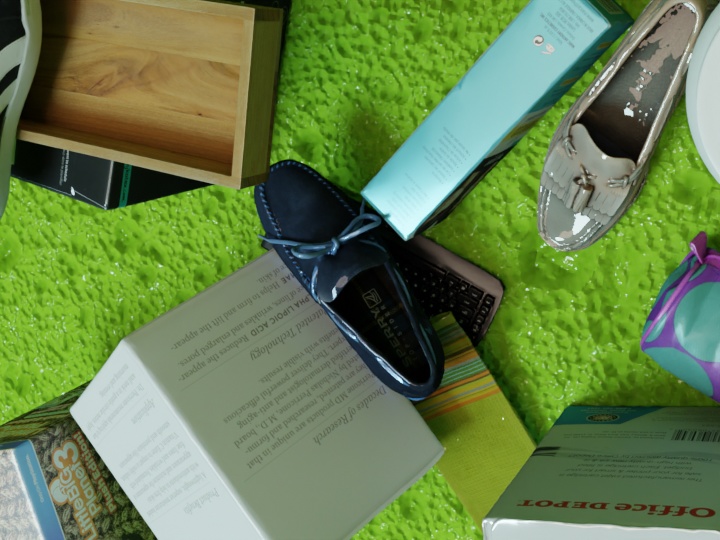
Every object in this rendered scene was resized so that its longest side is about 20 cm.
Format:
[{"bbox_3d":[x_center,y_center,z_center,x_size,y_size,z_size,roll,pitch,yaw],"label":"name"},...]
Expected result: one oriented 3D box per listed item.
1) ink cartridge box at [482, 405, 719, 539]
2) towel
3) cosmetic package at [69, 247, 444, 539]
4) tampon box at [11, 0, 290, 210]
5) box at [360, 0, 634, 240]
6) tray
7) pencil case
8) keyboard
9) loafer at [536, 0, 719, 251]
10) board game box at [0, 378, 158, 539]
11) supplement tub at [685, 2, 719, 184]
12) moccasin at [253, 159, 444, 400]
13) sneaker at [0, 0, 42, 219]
[{"bbox_3d":[0.182,0.157,0.636,0.146,0.200,0.086,-3,102,27],"label":"ink cartridge box"},{"bbox_3d":[0.086,0.129,0.761,0.086,0.018,0.200,-29,100,30],"label":"towel"},{"bbox_3d":[-0.082,0.121,0.751,0.200,0.165,0.165,54,143,3],"label":"cosmetic package"},{"bbox_3d":[-0.161,-0.144,0.723,0.126,0.200,0.150,20,110,20],"label":"tampon box"},{"bbox_3d":[0.091,-0.110,0.676,0.049,0.082,0.200,47,119,7],"label":"box"},{"bbox_3d":[-0.144,-0.118,0.588,0.200,0.037,0.099,14,109,23],"label":"tray"},{"bbox_3d":[0.279,0.064,0.629,0.200,0.085,0.093,32,131,15],"label":"pencil case"},{"bbox_3d":[0.006,0.010,0.775,0.200,0.040,0.104,29,114,18],"label":"keyboard"},{"bbox_3d":[0.168,-0.097,0.652,0.072,0.063,0.200,33,115,14],"label":"loafer"},{"bbox_3d":[-0.235,0.192,0.851,0.097,0.200,0.160,-13,98,28],"label":"board game box"},{"bbox_3d":[0.255,-0.100,0.530,0.144,0.200,0.145,7,107,25],"label":"supplement tub"},{"bbox_3d":[0.000,0.000,0.698,0.080,0.068,0.200,-41,89,-6],"label":"moccasin"},{"bbox_3d":[-0.247,-0.104,0.557,0.073,0.112,0.200,18,110,20],"label":"sneaker"}]
